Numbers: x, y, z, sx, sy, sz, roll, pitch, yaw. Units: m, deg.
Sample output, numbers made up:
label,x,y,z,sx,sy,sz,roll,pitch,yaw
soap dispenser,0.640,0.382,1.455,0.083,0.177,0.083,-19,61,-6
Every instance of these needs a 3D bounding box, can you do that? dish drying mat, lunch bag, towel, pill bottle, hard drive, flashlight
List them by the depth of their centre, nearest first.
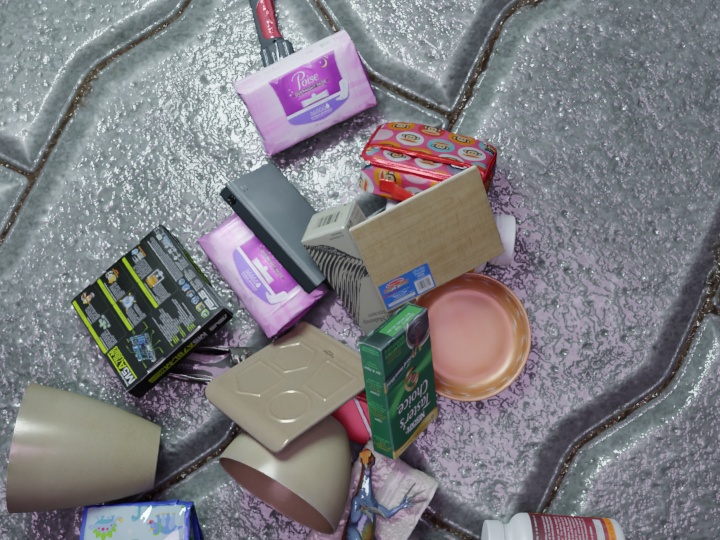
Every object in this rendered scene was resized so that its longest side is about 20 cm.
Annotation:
label,x,y,z,sx,sy,sz,roll,pitch,yaw
pill bottle,0.282,0.419,1.205,0.198,0.113,0.114,4,84,2
lunch bag,-0.325,0.445,1.214,0.168,0.127,0.202,-3,94,2
lunch bag,0.098,-0.148,1.228,0.198,0.177,0.083,14,125,12
towel,0.015,0.375,1.250,0.132,0.034,0.201,32,91,4
hard drive,-0.109,-0.068,1.250,0.200,0.140,0.033,48,121,-1
pill bottle,0.135,-0.056,1.258,0.198,0.109,0.110,6,84,3
dish drying mat,-0.061,0.209,1.283,0.198,0.018,0.077,20,86,3
flashlight,-0.147,-0.420,1.325,0.067,0.068,0.202,-15,83,-2

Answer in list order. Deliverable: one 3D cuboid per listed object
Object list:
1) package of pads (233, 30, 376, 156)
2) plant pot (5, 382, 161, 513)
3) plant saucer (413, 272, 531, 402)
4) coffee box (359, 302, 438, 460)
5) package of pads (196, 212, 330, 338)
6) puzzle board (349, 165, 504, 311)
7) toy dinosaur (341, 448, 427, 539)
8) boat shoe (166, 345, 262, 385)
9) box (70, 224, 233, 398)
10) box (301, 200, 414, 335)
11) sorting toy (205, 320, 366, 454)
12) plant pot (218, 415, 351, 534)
label,x,y,z,sx,sy,sz,roll,pitch,yaw
package of pads,-0.087,-0.278,1.277,0.199,0.076,0.121,-26,121,0
plant pot,-0.404,0.273,1.220,0.198,0.187,0.189,8,84,-11
plant saucer,0.166,0.103,1.278,0.198,0.037,0.202,0,84,2
coffee box,0.060,0.162,1.191,0.044,0.123,0.202,16,126,35
package of pads,-0.152,-0.005,1.279,0.120,0.076,0.201,-38,85,-2
puzzle board,0.098,-0.044,1.163,0.199,0.017,0.152,-27,123,-3
toy dinosaur,-0.006,0.363,1.196,0.198,0.105,0.183,-21,66,16
boat shoe,-0.226,0.150,1.267,0.198,0.057,0.068,2,84,7
box,-0.325,0.059,1.261,0.193,0.048,0.200,-43,63,-1
box,0.000,0.000,1.217,0.082,0.069,0.201,-17,123,29
sorting toy,-0.100,0.169,1.195,0.199,0.037,0.184,-35,43,-30
plant pot,-0.090,0.277,1.206,0.199,0.201,0.135,31,63,5
